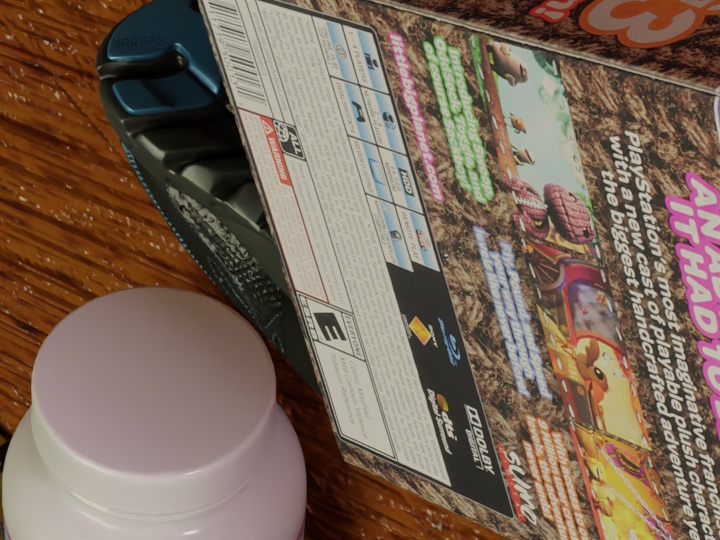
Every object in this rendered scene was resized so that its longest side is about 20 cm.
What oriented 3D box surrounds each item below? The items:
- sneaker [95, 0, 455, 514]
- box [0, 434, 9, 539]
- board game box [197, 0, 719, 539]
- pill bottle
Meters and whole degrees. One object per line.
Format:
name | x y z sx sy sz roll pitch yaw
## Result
sneaker | 0.000 0.000 0.823 0.200 0.073 0.082 50 169 21
box | -0.235 0.047 1.247 0.200 0.050 0.075 44 150 19
board game box | 0.071 -0.013 0.647 0.200 0.097 0.160 22 138 46
pill bottle | -0.074 0.100 0.986 0.109 0.109 0.201 40 149 26
